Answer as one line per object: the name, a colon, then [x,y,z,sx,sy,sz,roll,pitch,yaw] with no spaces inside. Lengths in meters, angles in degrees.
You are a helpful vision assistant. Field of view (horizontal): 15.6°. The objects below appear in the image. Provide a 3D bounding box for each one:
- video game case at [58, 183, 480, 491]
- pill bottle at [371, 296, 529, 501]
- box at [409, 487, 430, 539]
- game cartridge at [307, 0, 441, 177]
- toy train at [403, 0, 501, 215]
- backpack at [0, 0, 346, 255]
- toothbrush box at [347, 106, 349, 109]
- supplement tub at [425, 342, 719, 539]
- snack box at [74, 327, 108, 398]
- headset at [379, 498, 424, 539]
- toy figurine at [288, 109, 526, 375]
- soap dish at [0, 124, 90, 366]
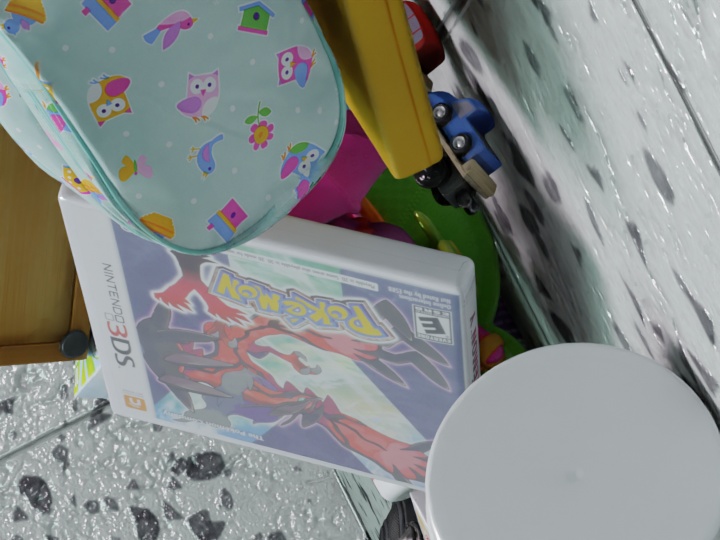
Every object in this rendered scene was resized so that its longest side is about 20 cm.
video game case: [-0.039,0.035,1.259,0.183,0.199,0.023,83,-156,-53]
pill bottle: [0.017,0.016,1.459,0.201,0.111,0.111,63,174,9]
box: [0.119,0.184,1.308,0.200,0.112,0.102,61,173,35]
game cartridge: [-0.028,-0.163,1.143,0.200,0.032,0.177,58,172,35]
toy train: [0.017,-0.108,1.266,0.201,0.046,0.034,61,-170,31]
backpack: [-0.096,-0.102,1.070,0.200,0.167,0.127,60,171,-33]
toothbrush box: [-0.046,-0.021,1.585,0.201,0.146,0.085,63,148,17]
supplement tub: [0.101,0.133,1.154,0.132,0.131,0.200,60,173,29]
snack box: [-0.119,-0.015,1.433,0.200,0.053,0.143,138,132,-71]
headset: [0.063,0.170,1.489,0.200,0.123,0.095,26,-118,-66]
toy figurine: [0.000,0.000,1.297,0.200,0.150,0.184,49,177,20]
soap dish: [-0.209,-0.037,1.395,0.081,0.157,0.201,35,123,54]
